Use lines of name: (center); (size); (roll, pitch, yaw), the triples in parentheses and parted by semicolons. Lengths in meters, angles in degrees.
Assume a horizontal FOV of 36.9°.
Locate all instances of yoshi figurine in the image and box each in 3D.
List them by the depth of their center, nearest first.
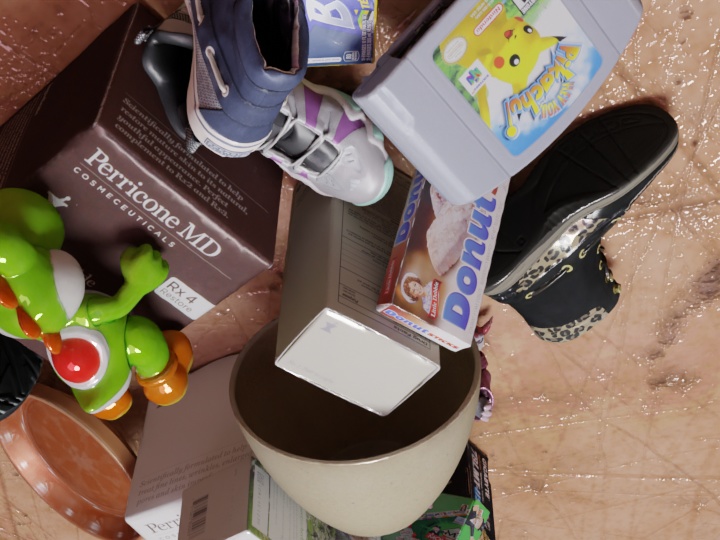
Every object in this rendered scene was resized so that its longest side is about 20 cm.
yoshi figurine: (-0.195, 0.015, 0.721); (0.112, 0.113, 0.200); (24, 160, 34)

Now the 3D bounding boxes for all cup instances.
cup: (0.003, 0.133, 0.887); (0.199, 0.201, 0.144); (-4, 127, 5)

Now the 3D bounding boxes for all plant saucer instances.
plant saucer: (-0.281, 0.189, 1.071); (0.200, 0.032, 0.201); (22, 136, 23)

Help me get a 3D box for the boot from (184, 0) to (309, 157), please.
boot: (-0.068, -0.177, 0.675); (0.072, 0.201, 0.090); (5, 154, -29)

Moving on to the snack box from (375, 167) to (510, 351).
snack box: (0.069, -0.045, 0.798); (0.072, 0.201, 0.024); (28, 152, -22)

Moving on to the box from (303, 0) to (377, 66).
box: (-0.022, -0.236, 0.706); (0.064, 0.070, 0.201); (-4, 132, -6)

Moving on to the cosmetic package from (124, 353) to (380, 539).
cosmetic package: (-0.094, 0.205, 1.040); (0.164, 0.165, 0.200); (-22, 127, 18)

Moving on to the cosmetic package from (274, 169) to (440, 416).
cosmetic package: (0.000, 0.000, 0.832); (0.103, 0.200, 0.073); (29, 128, -21)

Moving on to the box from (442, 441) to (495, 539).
box: (0.043, 0.294, 1.094); (0.200, 0.199, 0.050); (-29, 123, 24)

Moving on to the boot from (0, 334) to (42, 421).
boot: (-0.335, 0.106, 0.935); (0.076, 0.200, 0.168); (27, 121, -16)

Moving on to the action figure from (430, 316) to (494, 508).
action figure: (0.080, 0.129, 1.012); (0.149, 0.134, 0.200); (10, 112, -57)

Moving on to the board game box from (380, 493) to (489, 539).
board game box: (0.020, 0.277, 1.066); (0.200, 0.135, 0.029); (-1, 141, 47)

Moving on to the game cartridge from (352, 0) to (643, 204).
game cartridge: (0.103, -0.148, 0.746); (0.200, 0.040, 0.133); (-48, 124, -1)

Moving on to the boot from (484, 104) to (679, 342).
boot: (0.189, -0.032, 0.892); (0.203, 0.074, 0.154); (-41, 141, 8)

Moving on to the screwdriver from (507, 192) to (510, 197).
screwdriver: (0.077, -0.089, 0.863); (0.029, 0.028, 0.200); (-47, 124, 1)

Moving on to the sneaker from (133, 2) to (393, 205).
sneaker: (-0.074, -0.100, 0.746); (0.200, 0.140, 0.078); (40, 120, 0)

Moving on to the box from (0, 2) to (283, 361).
box: (-0.185, -0.052, 0.814); (0.200, 0.165, 0.166); (-33, 123, 27)

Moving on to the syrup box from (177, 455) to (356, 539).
syrup box: (-0.060, 0.252, 0.919); (0.081, 0.079, 0.200); (-30, 125, 21)
